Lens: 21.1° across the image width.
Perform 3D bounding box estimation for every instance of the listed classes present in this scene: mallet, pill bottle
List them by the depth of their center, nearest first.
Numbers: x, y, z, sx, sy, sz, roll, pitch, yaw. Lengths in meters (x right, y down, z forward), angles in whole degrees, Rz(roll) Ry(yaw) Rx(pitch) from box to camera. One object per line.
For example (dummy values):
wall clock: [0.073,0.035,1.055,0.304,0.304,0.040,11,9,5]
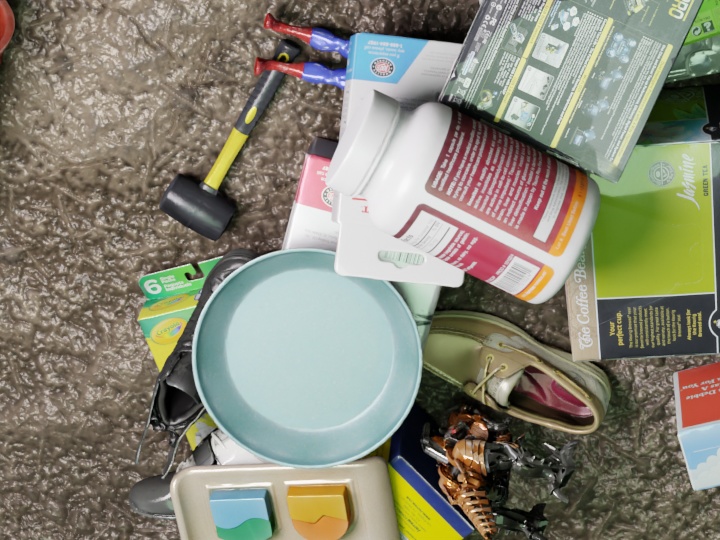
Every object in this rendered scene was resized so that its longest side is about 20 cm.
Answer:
pill bottle: [0.080,-0.063,1.532,0.200,0.113,0.113,26,117,-9]
mallet: [-0.118,-0.123,1.721,0.066,0.041,0.200,23,112,-3]

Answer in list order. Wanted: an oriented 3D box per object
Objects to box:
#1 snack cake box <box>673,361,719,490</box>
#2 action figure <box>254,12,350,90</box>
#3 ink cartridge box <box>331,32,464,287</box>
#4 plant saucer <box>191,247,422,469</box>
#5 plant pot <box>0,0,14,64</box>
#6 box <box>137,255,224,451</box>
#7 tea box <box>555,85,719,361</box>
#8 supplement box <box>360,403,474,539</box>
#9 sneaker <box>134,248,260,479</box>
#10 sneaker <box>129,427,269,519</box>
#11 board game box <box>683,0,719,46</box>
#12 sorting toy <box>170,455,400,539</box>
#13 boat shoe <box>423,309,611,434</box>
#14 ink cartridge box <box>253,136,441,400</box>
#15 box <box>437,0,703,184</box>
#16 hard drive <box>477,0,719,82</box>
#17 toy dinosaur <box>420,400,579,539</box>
snack cake box: [0.387,0.124,1.740,0.199,0.115,0.067,-14,115,13]
action figure: [0.011,-0.172,1.664,0.199,0.052,0.066,11,98,-8]
ink cartridge box: [0.038,-0.092,1.615,0.115,0.067,0.201,6,94,-7]
plant saucer: [-0.045,0.073,1.678,0.199,0.036,0.201,1,106,3]
plant pot: [-0.406,-0.137,1.666,0.200,0.201,0.196,13,126,0]
box: [-0.128,0.084,1.818,0.117,0.048,0.200,-15,113,13]
tea box: [0.270,-0.042,1.659,0.196,0.134,0.201,-3,115,7]
supplement box: [0.004,0.236,1.844,0.200,0.109,0.110,-37,107,22]
sneaker: [-0.143,0.082,1.734,0.060,0.104,0.200,27,116,-8]
sneaker: [-0.125,0.173,1.802,0.199,0.074,0.089,-13,114,2]
board game box: [0.244,-0.233,1.572,0.199,0.048,0.102,-17,113,14]
sorting toy: [-0.063,0.258,1.776,0.199,0.037,0.186,-6,119,7]
boat shoe: [0.136,0.095,1.780,0.199,0.066,0.074,17,119,0]
ink cartridge box: [0.000,0.000,1.718,0.145,0.083,0.201,15,105,-2]
box: [0.174,-0.192,1.532,0.161,0.049,0.200,24,104,5]
hard drive: [0.204,-0.218,1.632,0.199,0.038,0.140,-10,115,10]
toy dinosaur: [0.115,0.190,1.755,0.135,0.200,0.102,21,134,-6]
